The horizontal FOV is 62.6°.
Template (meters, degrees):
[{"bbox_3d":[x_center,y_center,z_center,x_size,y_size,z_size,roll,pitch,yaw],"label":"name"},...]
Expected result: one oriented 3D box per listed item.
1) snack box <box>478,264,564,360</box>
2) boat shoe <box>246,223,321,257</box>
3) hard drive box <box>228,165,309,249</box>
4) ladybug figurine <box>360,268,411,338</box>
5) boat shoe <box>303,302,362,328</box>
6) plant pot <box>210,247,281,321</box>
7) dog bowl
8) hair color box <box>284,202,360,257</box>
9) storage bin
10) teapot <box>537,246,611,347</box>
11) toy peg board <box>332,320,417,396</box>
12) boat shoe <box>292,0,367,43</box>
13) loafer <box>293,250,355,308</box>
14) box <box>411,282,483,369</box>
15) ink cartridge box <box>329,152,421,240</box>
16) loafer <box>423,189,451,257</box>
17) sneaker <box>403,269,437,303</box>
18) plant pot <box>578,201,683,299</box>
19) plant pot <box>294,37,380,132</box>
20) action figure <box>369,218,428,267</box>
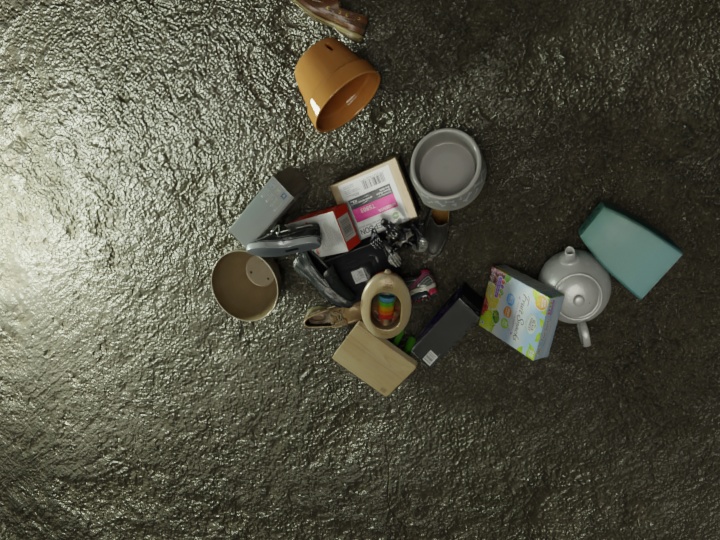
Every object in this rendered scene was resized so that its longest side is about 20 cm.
[{"bbox_3d":[0.405,0.102,1.509,0.199,0.066,0.174,33,122,48],"label":"snack box"},{"bbox_3d":[-0.198,-0.084,1.520,0.193,0.074,0.070,-10,71,10],"label":"boat shoe"},{"bbox_3d":[-0.240,-0.169,1.575,0.077,0.156,0.200,43,112,-5],"label":"hard drive box"},{"bbox_3d":[0.068,0.081,1.539,0.131,0.073,0.205,8,122,3],"label":"ladybug figurine"},{"bbox_3d":[-0.067,0.133,1.688,0.194,0.065,0.073,-12,106,16],"label":"boat shoe"},{"bbox_3d":[-0.301,0.021,1.665,0.194,0.135,0.207,4,110,12],"label":"plant pot"},{"bbox_3d":[0.210,-0.252,1.448,0.194,0.059,0.207,-2,80,14],"label":"dog bowl"},{"bbox_3d":[-0.103,-0.099,1.576,0.196,0.064,0.114,-9,109,42],"label":"hair color box"},{"bbox_3d":[0.000,0.000,1.613,0.195,0.094,0.138,-19,104,19],"label":"storage bin"},{"bbox_3d":[0.539,0.056,1.483,0.197,0.146,0.200,31,113,-1],"label":"teapot"},{"bbox_3d":[0.052,0.226,1.680,0.198,0.099,0.200,35,138,0],"label":"toy peg board"},{"bbox_3d":[-0.072,-0.624,1.428,0.196,0.072,0.069,27,107,-4],"label":"boat shoe"},{"bbox_3d":[-0.088,0.019,1.552,0.199,0.068,0.071,40,120,1],"label":"loafer"},{"bbox_3d":[0.234,0.146,1.583,0.079,0.141,0.201,41,112,4],"label":"box"},{"bbox_3d":[0.040,-0.188,1.549,0.195,0.075,0.168,-21,102,18],"label":"ink cartridge box"},{"bbox_3d":[0.199,-0.127,1.535,0.070,0.073,0.206,8,111,8],"label":"loafer"},{"bbox_3d":[0.115,0.061,1.625,0.195,0.080,0.077,-19,76,18],"label":"sneaker"},{"bbox_3d":[0.634,-0.066,1.429,0.198,0.141,0.143,38,113,5],"label":"plant pot"},{"bbox_3d":[-0.068,-0.456,1.429,0.199,0.199,0.141,-41,80,22],"label":"plant pot"},{"bbox_3d":[0.106,-0.070,1.503,0.118,0.198,0.104,-38,66,25],"label":"action figure"}]
